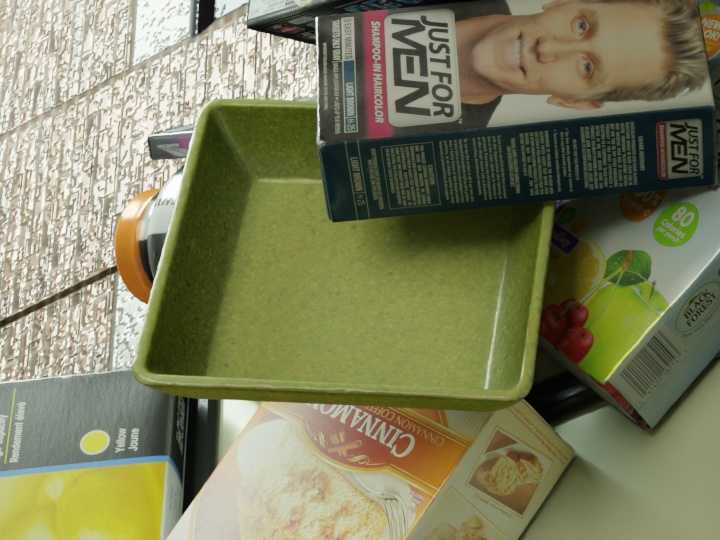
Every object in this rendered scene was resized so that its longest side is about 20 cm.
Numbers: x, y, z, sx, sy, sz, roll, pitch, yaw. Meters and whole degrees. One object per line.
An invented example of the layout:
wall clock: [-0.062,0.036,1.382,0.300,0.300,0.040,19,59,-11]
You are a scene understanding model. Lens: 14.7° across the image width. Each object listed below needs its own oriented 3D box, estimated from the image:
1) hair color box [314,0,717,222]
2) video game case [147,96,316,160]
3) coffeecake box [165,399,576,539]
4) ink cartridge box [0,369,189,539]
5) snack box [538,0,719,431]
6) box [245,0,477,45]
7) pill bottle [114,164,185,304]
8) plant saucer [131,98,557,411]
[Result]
hair color box: [0.078,-0.087,1.422,0.199,0.061,0.100,-5,47,3]
video game case: [-0.004,-0.089,1.608,0.199,0.143,0.019,-1,101,41]
coffeecake box: [-0.008,0.136,1.452,0.153,0.073,0.200,23,75,48]
ink cartridge box: [-0.200,0.149,1.585,0.199,0.047,0.198,-6,50,7]
snack box: [0.165,-0.032,1.452,0.200,0.053,0.142,-48,39,-2]
box: [0.054,-0.151,1.534,0.200,0.160,0.045,-7,74,57]
pill bottle: [-0.049,-0.017,1.593,0.199,0.106,0.107,-3,56,41]
plant saucer: [0.000,0.000,1.428,0.198,0.048,0.201,2,48,10]
